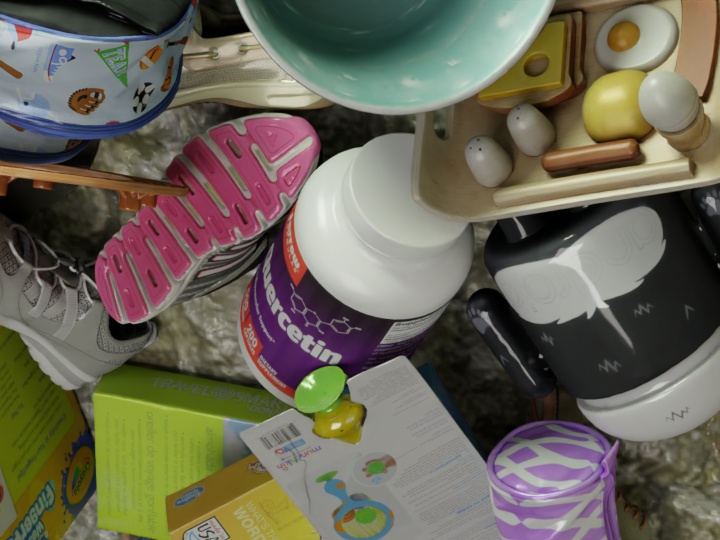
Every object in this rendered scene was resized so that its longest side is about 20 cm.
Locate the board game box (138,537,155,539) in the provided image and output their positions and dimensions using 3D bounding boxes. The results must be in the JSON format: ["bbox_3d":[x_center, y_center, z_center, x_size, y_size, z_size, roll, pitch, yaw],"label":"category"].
[{"bbox_3d":[-0.149,0.319,1.854,0.196,0.056,0.200,42,125,-8],"label":"board game box"}]

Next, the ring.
[{"bbox_3d":[-0.201,-0.055,1.499,0.199,0.200,0.019,9,92,15],"label":"ring"}]

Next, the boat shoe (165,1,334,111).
[{"bbox_3d":[-0.105,-0.138,1.555,0.199,0.072,0.065,2,115,12],"label":"boat shoe"}]

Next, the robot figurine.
[{"bbox_3d":[0.153,0.006,1.515,0.200,0.125,0.150,56,152,-16],"label":"robot figurine"}]

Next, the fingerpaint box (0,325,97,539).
[{"bbox_3d":[-0.265,0.129,1.694,0.073,0.200,0.167,-7,118,25],"label":"fingerpaint box"}]

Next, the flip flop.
[{"bbox_3d":[-0.228,-0.066,1.653,0.081,0.058,0.200,22,142,-13],"label":"flip flop"}]

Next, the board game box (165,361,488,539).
[{"bbox_3d":[-0.005,0.167,1.658,0.199,0.040,0.153,-28,120,9],"label":"board game box"}]

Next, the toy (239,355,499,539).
[{"bbox_3d":[0.020,0.126,1.580,0.115,0.047,0.200,-26,133,13],"label":"toy"}]

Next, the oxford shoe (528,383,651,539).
[{"bbox_3d":[0.150,0.153,1.647,0.073,0.071,0.201,-8,123,4],"label":"oxford shoe"}]

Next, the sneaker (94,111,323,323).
[{"bbox_3d":[-0.085,-0.040,1.596,0.200,0.087,0.074,-42,79,35],"label":"sneaker"}]

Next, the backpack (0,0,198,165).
[{"bbox_3d":[-0.189,-0.149,1.449,0.190,0.200,0.155,13,131,6],"label":"backpack"}]

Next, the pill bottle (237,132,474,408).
[{"bbox_3d":[0.000,0.000,1.538,0.112,0.113,0.200,31,146,0],"label":"pill bottle"}]

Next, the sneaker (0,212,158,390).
[{"bbox_3d":[-0.202,0.003,1.651,0.082,0.075,0.200,-21,147,14],"label":"sneaker"}]

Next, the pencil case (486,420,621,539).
[{"bbox_3d":[0.134,0.188,1.575,0.085,0.084,0.201,8,131,32],"label":"pencil case"}]

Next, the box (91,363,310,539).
[{"bbox_3d":[-0.083,0.138,1.724,0.199,0.048,0.122,10,123,13],"label":"box"}]

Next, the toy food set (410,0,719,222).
[{"bbox_3d":[0.126,-0.114,1.431,0.199,0.144,0.060,-8,149,24],"label":"toy food set"}]

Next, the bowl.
[{"bbox_3d":[0.008,-0.193,1.428,0.200,0.105,0.202,-3,99,-15],"label":"bowl"}]
